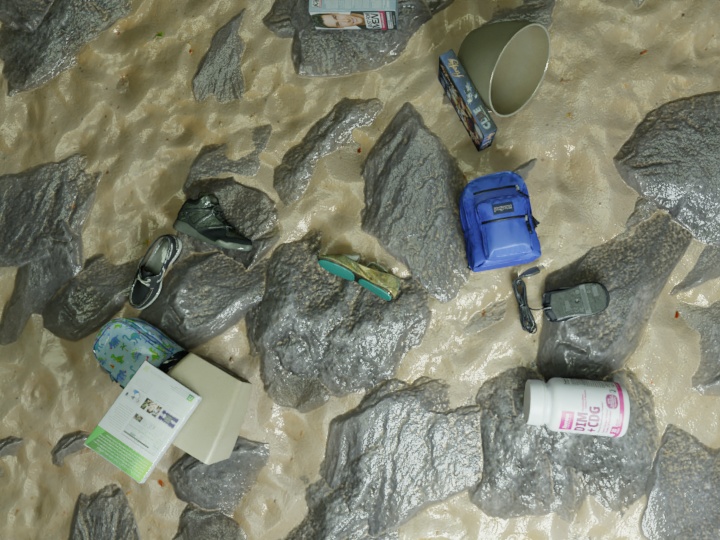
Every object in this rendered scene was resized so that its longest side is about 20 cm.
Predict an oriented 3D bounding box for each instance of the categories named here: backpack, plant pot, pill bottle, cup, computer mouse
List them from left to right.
[{"bbox_3d":[-0.516,0.195,1.424,0.200,0.154,0.163,44,99,20],"label":"backpack"},{"bbox_3d":[-0.352,0.296,1.373,0.199,0.200,0.178,29,79,7],"label":"plant pot"},{"bbox_3d":[0.299,-0.460,1.354,0.143,0.200,0.201,39,91,35],"label":"cup"},{"bbox_3d":[0.304,-0.113,1.331,0.161,0.168,0.201,-9,82,-1],"label":"backpack"},{"bbox_3d":[0.439,0.049,1.369,0.199,0.046,0.141,-19,80,10],"label":"computer mouse"},{"bbox_3d":[0.457,0.290,1.315,0.199,0.113,0.114,3,87,7],"label":"pill bottle"}]

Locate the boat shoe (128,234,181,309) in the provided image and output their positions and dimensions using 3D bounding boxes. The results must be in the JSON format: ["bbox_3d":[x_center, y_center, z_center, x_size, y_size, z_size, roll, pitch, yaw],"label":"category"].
[{"bbox_3d":[-0.497,0.003,1.461,0.074,0.060,0.201,34,91,6],"label":"boat shoe"}]

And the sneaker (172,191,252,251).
[{"bbox_3d":[-0.336,-0.117,1.443,0.198,0.076,0.115,22,96,12],"label":"sneaker"}]

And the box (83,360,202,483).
[{"bbox_3d":[-0.440,0.306,1.253,0.144,0.036,0.201,31,72,8],"label":"box"}]

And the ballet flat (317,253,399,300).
[{"bbox_3d":[0.000,0.000,1.412,0.199,0.071,0.071,26,90,8],"label":"ballet flat"}]

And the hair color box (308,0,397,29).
[{"bbox_3d":[-0.013,-0.608,1.425,0.199,0.099,0.061,3,88,6],"label":"hair color box"}]

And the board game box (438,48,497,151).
[{"bbox_3d":[0.235,-0.373,1.367,0.034,0.135,0.201,-28,84,4],"label":"board game box"}]
